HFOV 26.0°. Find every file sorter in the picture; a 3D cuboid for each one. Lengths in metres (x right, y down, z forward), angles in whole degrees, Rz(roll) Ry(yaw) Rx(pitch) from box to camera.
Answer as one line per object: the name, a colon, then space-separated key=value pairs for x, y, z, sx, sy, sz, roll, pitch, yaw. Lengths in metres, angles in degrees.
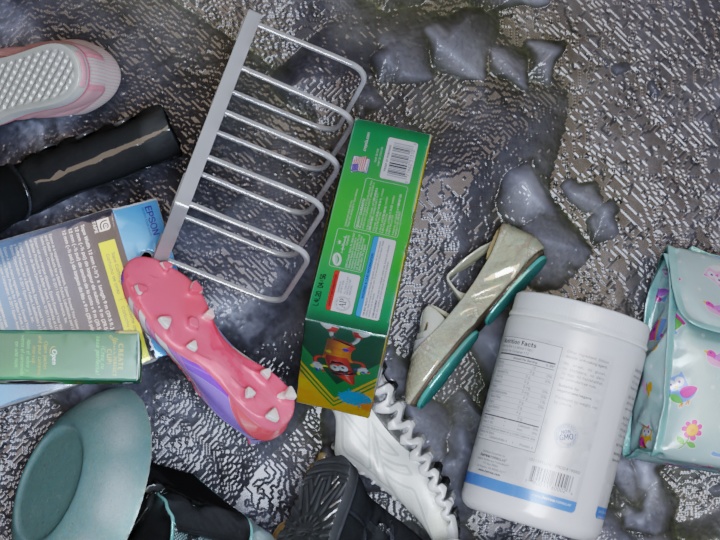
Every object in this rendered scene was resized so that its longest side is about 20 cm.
file sorter: x=-0.086 y=-0.094 z=1.368 sx=0.124 sy=0.139 sz=0.200 roll=21 pitch=64 yaw=-8

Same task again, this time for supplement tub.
supplement tub: x=0.176 y=0.131 z=1.400 sx=0.132 sy=0.132 sz=0.201 roll=16 pitch=84 yaw=-3

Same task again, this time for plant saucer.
plant saucer: x=-0.251 y=0.188 z=1.332 sx=0.039 sy=0.201 sz=0.201 roll=27 pitch=83 yaw=-34

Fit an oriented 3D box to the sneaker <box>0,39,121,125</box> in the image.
sneaker: x=-0.310 y=-0.169 z=1.422 sx=0.200 sy=0.105 sz=0.076 roll=-4 pitch=95 yaw=24

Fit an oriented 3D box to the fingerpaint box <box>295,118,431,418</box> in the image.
fingerpaint box: x=0.000 y=0.000 z=1.344 sx=0.073 sy=0.167 sz=0.200 roll=12 pitch=62 yaw=2

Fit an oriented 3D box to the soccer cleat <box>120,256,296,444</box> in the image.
soccer cleat: x=-0.141 y=0.074 z=1.363 sx=0.200 sy=0.076 sz=0.067 roll=44 pitch=49 yaw=-3

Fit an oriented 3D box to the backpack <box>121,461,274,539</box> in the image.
backpack: x=-0.170 y=0.281 z=1.338 sx=0.153 sy=0.176 sz=0.201 roll=24 pitch=88 yaw=-33

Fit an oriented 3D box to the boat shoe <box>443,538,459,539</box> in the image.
boat shoe: x=0.135 y=0.280 z=1.392 sx=0.200 sy=0.075 sz=0.069 roll=36 pitch=48 yaw=-31

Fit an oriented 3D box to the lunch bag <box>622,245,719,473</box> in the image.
lunch bag: x=0.342 y=0.085 z=1.422 sx=0.170 sy=0.122 sz=0.201 roll=11 pitch=80 yaw=-5

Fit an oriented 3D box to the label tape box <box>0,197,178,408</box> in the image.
label tape box: x=-0.261 y=0.031 z=1.407 sx=0.199 sy=0.066 sz=0.144 roll=-17 pitch=87 yaw=-10

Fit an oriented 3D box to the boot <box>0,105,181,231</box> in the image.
boot: x=-0.254 y=-0.085 z=1.363 sx=0.199 sy=0.165 sz=0.066 roll=-17 pitch=103 yaw=-6

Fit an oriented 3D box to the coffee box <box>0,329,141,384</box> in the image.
coffee box: x=-0.283 y=0.073 z=1.309 sx=0.199 sy=0.123 sz=0.044 roll=1 pitch=84 yaw=-6

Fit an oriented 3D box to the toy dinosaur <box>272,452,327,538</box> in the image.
toy dinosaur: x=-0.040 y=0.272 z=1.419 sx=0.101 sy=0.058 sz=0.201 roll=16 pitch=76 yaw=12

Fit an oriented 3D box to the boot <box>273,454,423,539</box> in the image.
boot: x=0.002 y=0.282 z=1.338 sx=0.200 sy=0.066 sz=0.165 roll=53 pitch=53 yaw=-36

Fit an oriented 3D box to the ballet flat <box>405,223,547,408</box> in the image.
ballet flat: x=0.092 y=0.039 z=1.440 sx=0.062 sy=0.067 sz=0.200 roll=38 pitch=75 yaw=13

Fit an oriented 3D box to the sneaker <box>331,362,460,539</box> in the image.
sneaker: x=0.025 y=0.169 z=1.420 sx=0.081 sy=0.075 sz=0.200 roll=-31 pitch=80 yaw=1
